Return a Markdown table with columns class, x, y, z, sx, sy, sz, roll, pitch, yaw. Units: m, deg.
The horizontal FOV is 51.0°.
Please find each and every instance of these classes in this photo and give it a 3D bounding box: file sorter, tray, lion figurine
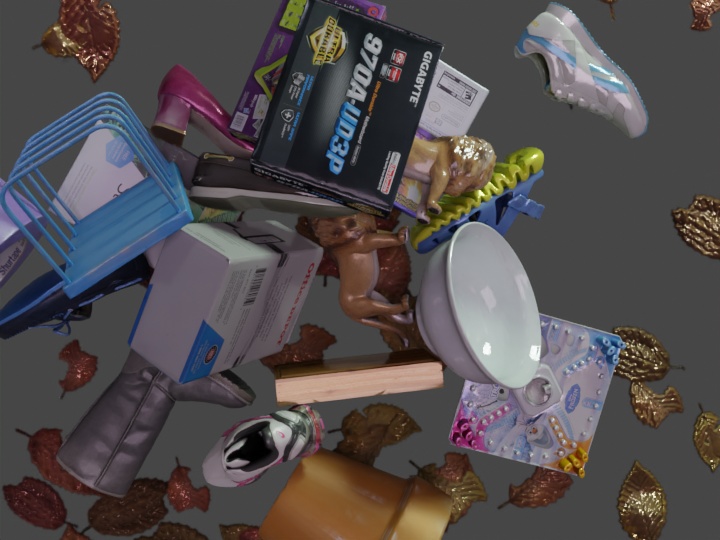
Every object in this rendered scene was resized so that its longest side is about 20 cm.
| class | x | y | z | sx | sy | sz | roll | pitch | yaw |
| --- | --- | --- | --- | --- | --- | --- | --- | --- | --- |
| file sorter | -0.270 | -0.091 | 0.775 | 0.138 | 0.200 | 0.123 | -32 | 117 | -3 |
| tray | -0.006 | 0.130 | 0.934 | 0.199 | 0.099 | 0.037 | -6 | 93 | -7 |
| lion figurine | 0.000 | 0.000 | 0.929 | 0.122 | 0.072 | 0.201 | -2 | 102 | 11 |
| lion figurine | 0.057 | -0.130 | 0.883 | 0.199 | 0.073 | 0.123 | 23 | 70 | -3 |

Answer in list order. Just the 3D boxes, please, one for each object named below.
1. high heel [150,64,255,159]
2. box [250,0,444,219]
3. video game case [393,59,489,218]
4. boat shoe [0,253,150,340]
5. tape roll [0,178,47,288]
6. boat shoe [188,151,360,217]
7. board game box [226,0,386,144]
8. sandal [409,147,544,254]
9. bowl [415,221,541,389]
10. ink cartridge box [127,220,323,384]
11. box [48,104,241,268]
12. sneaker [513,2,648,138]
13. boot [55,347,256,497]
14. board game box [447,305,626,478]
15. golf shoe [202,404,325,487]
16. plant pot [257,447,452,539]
| class | x | y | z | sx | sy | sz | roll | pitch | yaw |
| --- | --- | --- | --- | --- | --- | --- | --- | --- | --- |
| high heel | -0.148 | -0.174 | 0.913 | 0.199 | 0.067 | 0.097 | 17 | 66 | -14 |
| box | -0.014 | -0.175 | 0.816 | 0.158 | 0.046 | 0.201 | 19 | 80 | -4 |
| video game case | 0.029 | -0.190 | 0.933 | 0.199 | 0.045 | 0.182 | 29 | 90 | -10 |
| boat shoe | -0.337 | 0.035 | 0.880 | 0.199 | 0.084 | 0.069 | -26 | 121 | 12 |
| tape roll | -0.438 | -0.010 | 0.809 | 0.085 | 0.200 | 0.200 | 40 | 90 | -10 |
| boat shoe | -0.096 | -0.099 | 0.861 | 0.200 | 0.072 | 0.061 | 6 | 79 | 7 |
| board game box | -0.060 | -0.228 | 0.865 | 0.119 | 0.032 | 0.201 | 20 | 80 | 12 |
| sandal | 0.156 | -0.071 | 0.950 | 0.199 | 0.080 | 0.087 | -30 | 110 | -1 |
| bowl | 0.129 | 0.051 | 0.908 | 0.090 | 0.201 | 0.202 | -21 | 101 | 36 |
| ink cartridge box | -0.142 | 0.027 | 0.840 | 0.084 | 0.200 | 0.147 | 29 | 105 | 19 |
| box | -0.249 | -0.085 | 0.910 | 0.199 | 0.036 | 0.145 | 29 | 92 | -11 |
| sneaker | 0.280 | -0.237 | 0.954 | 0.081 | 0.077 | 0.200 | -44 | 94 | 7 |
| boot | -0.248 | 0.189 | 0.922 | 0.181 | 0.073 | 0.201 | 29 | 85 | 4 |
| board game box | 0.238 | 0.162 | 1.009 | 0.199 | 0.026 | 0.201 | 16 | 94 | -9 |
| golf shoe | -0.137 | 0.211 | 0.893 | 0.200 | 0.092 | 0.073 | -34 | 68 | 36 |
| plant pot | -0.016 | 0.314 | 0.919 | 0.183 | 0.200 | 0.201 | 32 | 91 | 6 |
